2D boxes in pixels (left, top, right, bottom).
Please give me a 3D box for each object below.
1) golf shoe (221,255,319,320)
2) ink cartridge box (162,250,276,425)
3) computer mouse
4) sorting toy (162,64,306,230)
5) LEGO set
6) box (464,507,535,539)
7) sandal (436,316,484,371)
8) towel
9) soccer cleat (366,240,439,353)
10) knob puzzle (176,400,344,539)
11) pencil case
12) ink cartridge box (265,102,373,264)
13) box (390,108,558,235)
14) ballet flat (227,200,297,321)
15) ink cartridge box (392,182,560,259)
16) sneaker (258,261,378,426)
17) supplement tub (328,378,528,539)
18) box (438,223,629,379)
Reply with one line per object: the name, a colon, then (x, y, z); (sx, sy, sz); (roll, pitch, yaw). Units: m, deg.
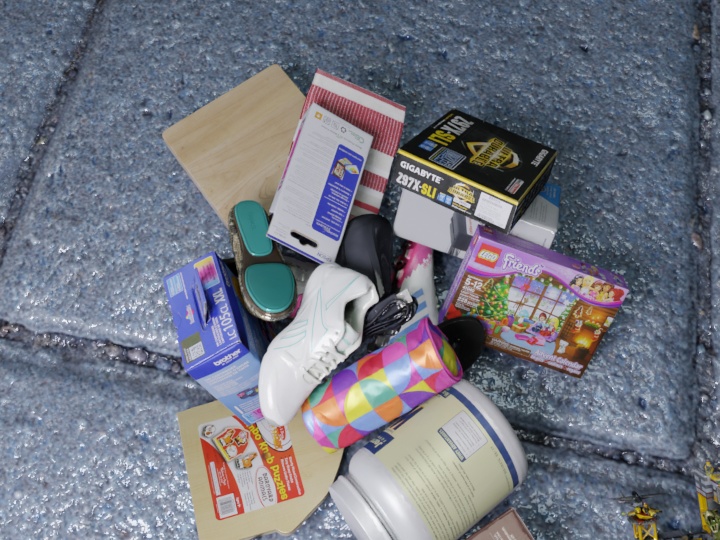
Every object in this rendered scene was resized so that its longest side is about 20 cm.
golf shoe: (-0.103, 0.018, 1.072); (0.195, 0.093, 0.074); (-2, 62, -4)
ink cartridge box: (-0.157, 0.076, 0.966); (0.075, 0.201, 0.138); (-27, 54, 4)
computer mouse: (0.000, 0.000, 1.018); (0.137, 0.052, 0.203); (-34, 40, 29)
sorting toy: (-0.141, -0.157, 1.164); (0.198, 0.070, 0.200); (-34, 70, -15)
LEGO set: (0.387, 0.279, 0.920); (0.195, 0.154, 0.119); (-9, 92, 7)
box: (0.102, 0.353, 0.913); (0.197, 0.101, 0.076); (-29, 68, -13)
sandal: (0.073, 0.131, 1.011); (0.198, 0.076, 0.045); (-35, 26, 5)
towel: (-0.027, -0.147, 1.108); (0.141, 0.023, 0.204); (19, 84, -19)
soccer cleat: (0.073, 0.044, 1.084); (0.085, 0.070, 0.203); (24, 65, -11)
knob puzzle: (-0.110, 0.228, 1.002); (0.214, 0.031, 0.223); (1, 52, -1)
pencil case: (0.019, 0.132, 0.956); (0.198, 0.088, 0.090); (-30, 65, 18)
ink cartridge box: (-0.052, -0.104, 1.037); (0.093, 0.037, 0.204); (26, 61, -18)
box: (0.146, -0.130, 1.035); (0.157, 0.050, 0.200); (24, 33, 16)
ballet flat: (-0.118, 0.004, 0.980); (0.066, 0.076, 0.202); (-4, 45, -20)
ink cartridge box: (0.154, -0.080, 1.086); (0.196, 0.085, 0.146); (20, 32, 5)
sneaker: (-0.048, 0.083, 0.932); (0.079, 0.070, 0.203); (13, 69, 37)
supplement tub: (0.076, 0.236, 0.942); (0.198, 0.146, 0.146); (-34, 70, -16)
box: (0.209, 0.041, 1.022); (0.196, 0.139, 0.039); (18, 27, -5)
